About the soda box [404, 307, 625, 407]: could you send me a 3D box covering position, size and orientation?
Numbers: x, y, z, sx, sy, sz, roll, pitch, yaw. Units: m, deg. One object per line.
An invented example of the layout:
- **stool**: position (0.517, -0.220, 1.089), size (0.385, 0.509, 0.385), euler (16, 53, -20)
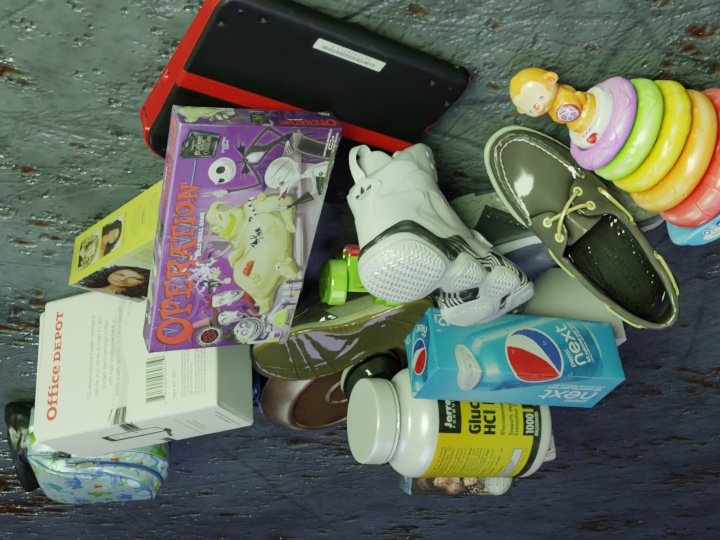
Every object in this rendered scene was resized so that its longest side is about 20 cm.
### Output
- **soda box**: position (0.146, 0.085, 0.845), size (0.197, 0.065, 0.068), euler (5, 147, -19)

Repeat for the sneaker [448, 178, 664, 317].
- **sneaker**: position (0.171, -0.023, 0.803), size (0.199, 0.078, 0.147), euler (-9, 151, 7)

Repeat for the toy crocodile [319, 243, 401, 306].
- **toy crocodile**: position (0.000, 0.000, 0.802), size (0.066, 0.063, 0.200), euler (2, 179, -7)

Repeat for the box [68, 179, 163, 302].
- **box**: position (-0.167, -0.025, 0.740), size (0.075, 0.051, 0.199), euler (17, 153, -37)

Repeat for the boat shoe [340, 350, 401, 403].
- **boat shoe**: position (0.024, 0.155, 1.015), size (0.073, 0.063, 0.202), euler (-24, 147, -9)

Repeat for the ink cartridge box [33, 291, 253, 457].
- **ink cartridge box**: position (-0.214, 0.092, 0.880), size (0.197, 0.148, 0.084), euler (-13, 154, 15)

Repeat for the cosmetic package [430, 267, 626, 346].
- **cosmetic package**: position (0.166, 0.053, 0.940), size (0.197, 0.086, 0.108), euler (5, 151, -20)

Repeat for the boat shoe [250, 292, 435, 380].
- **boat shoe**: position (-0.019, 0.055, 0.917), size (0.198, 0.066, 0.072), euler (-19, 130, 9)

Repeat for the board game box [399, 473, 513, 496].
- **board game box**: position (0.122, 0.158, 1.024), size (0.134, 0.203, 0.035), euler (5, -175, -19)

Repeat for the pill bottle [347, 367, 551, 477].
- **pill bottle**: position (0.091, 0.160, 0.931), size (0.197, 0.114, 0.113), euler (5, 151, -22)

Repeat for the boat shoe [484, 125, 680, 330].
- **boat shoe**: position (0.177, -0.035, 0.693), size (0.072, 0.201, 0.061), euler (-45, -176, 11)

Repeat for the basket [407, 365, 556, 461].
- **basket**: position (0.153, 0.188, 1.150), size (0.197, 0.125, 0.136), euler (-11, 152, 10)

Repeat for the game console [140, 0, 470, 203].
- **game console**: position (-0.045, -0.120, 0.645), size (0.198, 0.031, 0.177), euler (12, 144, -30)

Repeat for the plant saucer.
- **plant saucer**: position (-0.020, 0.126, 1.023), size (0.198, 0.032, 0.201), euler (-24, 148, -16)

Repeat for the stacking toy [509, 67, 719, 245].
- **stacking toy**: position (0.198, -0.105, 0.655), size (0.198, 0.111, 0.116), euler (17, 149, -17)

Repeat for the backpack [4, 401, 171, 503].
- **backpack**: position (-0.347, 0.237, 1.157), size (0.197, 0.155, 0.164), euler (-11, 148, -19)

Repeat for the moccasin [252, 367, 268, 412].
- **moccasin**: position (-0.146, 0.119, 1.007), size (0.197, 0.082, 0.068), euler (5, 164, -22)

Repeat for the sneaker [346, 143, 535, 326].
- **sneaker**: position (0.063, -0.029, 0.687), size (0.075, 0.116, 0.199), euler (-32, 150, 31)

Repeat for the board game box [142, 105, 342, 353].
- **board game box**: position (-0.092, -0.025, 0.653), size (0.118, 0.032, 0.202), euler (-1, 129, -23)

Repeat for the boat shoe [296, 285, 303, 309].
- **boat shoe**: position (-0.097, 0.010, 0.822), size (0.074, 0.076, 0.203), euler (-8, 152, 5)
